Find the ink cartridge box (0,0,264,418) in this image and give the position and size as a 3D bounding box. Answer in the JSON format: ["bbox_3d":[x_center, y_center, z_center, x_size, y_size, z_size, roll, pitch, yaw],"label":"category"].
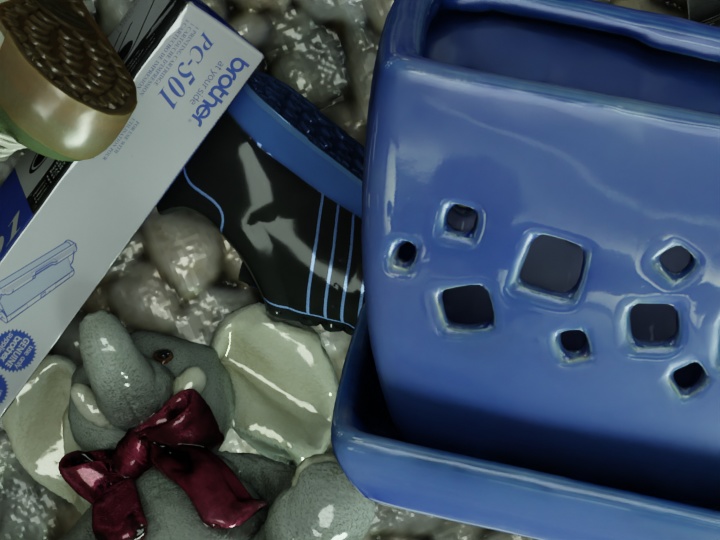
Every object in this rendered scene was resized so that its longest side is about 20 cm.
[{"bbox_3d":[-0.124,-0.033,1.001,0.044,0.094,0.200,35,95,-20],"label":"ink cartridge box"}]

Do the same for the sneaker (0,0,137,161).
[{"bbox_3d":[-0.150,-0.070,0.958,0.067,0.200,0.090,28,105,-27],"label":"sneaker"}]

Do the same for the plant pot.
[{"bbox_3d":[0.091,0.000,0.893,0.200,0.200,0.180,12,106,0],"label":"plant pot"}]

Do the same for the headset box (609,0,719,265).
[{"bbox_3d":[0.202,-0.045,1.015,0.148,0.075,0.200,-22,96,3],"label":"headset box"}]

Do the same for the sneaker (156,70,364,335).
[{"bbox_3d":[0.000,0.000,1.027,0.200,0.070,0.078,41,108,-4],"label":"sneaker"}]

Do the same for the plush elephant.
[{"bbox_3d":[-0.085,0.084,0.994,0.165,0.200,0.155,-22,73,0],"label":"plush elephant"}]
